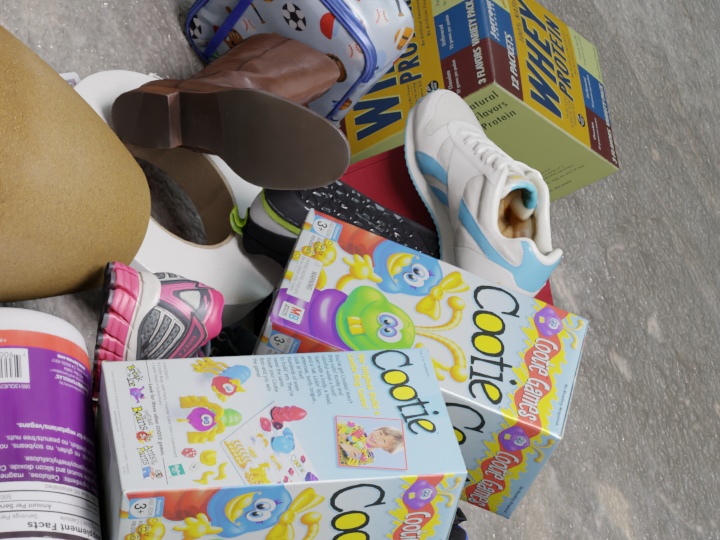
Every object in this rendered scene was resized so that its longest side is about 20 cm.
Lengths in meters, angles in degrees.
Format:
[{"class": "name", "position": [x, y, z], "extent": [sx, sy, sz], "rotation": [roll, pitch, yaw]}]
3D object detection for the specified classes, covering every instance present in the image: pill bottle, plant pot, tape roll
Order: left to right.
[{"class": "plant pot", "position": [-0.223, -0.053, 1.125], "extent": [0.200, 0.186, 0.188], "rotation": [24, 50, -53]}, {"class": "pill bottle", "position": [-0.206, 0.130, 1.085], "extent": [0.112, 0.112, 0.201], "rotation": [23, 51, -49]}, {"class": "tape roll", "position": [-0.137, -0.052, 1.321], "extent": [0.202, 0.037, 0.204], "rotation": [32, 36, -26]}]

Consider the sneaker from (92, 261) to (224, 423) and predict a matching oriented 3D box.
[{"class": "sneaker", "position": [-0.133, 0.069, 1.194], "extent": [0.074, 0.200, 0.081], "rotation": [7, 61, -7]}]

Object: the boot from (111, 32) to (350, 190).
[{"class": "boot", "position": [-0.052, -0.120, 1.335], "extent": [0.200, 0.185, 0.065], "rotation": [-31, 133, -59]}]

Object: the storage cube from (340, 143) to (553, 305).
[{"class": "storage cube", "position": [0.037, 0.021, 1.469], "extent": [0.171, 0.199, 0.181], "rotation": [13, 64, -54]}]

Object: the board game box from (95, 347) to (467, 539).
[{"class": "board game box", "position": [-0.052, 0.120, 1.110], "extent": [0.199, 0.103, 0.105], "rotation": [-1, 43, -15]}]

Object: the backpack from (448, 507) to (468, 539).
[{"class": "backpack", "position": [-0.061, 0.208, 1.214], "extent": [0.199, 0.168, 0.163], "rotation": [29, 33, 4]}]

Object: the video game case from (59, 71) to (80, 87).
[{"class": "video game case", "position": [-0.230, -0.059, 1.275], "extent": [0.200, 0.018, 0.144], "rotation": [-19, 86, -60]}]

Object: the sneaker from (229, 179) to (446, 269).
[{"class": "sneaker", "position": [0.000, 0.000, 1.327], "extent": [0.199, 0.083, 0.072], "rotation": [35, 35, -11]}]

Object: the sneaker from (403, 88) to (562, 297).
[{"class": "sneaker", "position": [0.090, -0.057, 1.334], "extent": [0.076, 0.081, 0.201], "rotation": [16, 43, -37]}]

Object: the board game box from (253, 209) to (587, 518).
[{"class": "board game box", "position": [0.033, 0.063, 1.239], "extent": [0.199, 0.105, 0.103], "rotation": [21, 49, -3]}]

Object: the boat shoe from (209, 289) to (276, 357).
[{"class": "boat shoe", "position": [-0.094, 0.055, 1.360], "extent": [0.075, 0.066, 0.200], "rotation": [47, 34, -26]}]

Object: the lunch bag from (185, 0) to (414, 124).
[{"class": "lunch bag", "position": [-0.055, -0.191, 1.469], "extent": [0.160, 0.200, 0.076], "rotation": [46, 58, -3]}]

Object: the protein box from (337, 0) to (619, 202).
[{"class": "protein box", "position": [0.085, -0.141, 1.652], "extent": [0.200, 0.198, 0.136], "rotation": [27, 47, -46]}]
